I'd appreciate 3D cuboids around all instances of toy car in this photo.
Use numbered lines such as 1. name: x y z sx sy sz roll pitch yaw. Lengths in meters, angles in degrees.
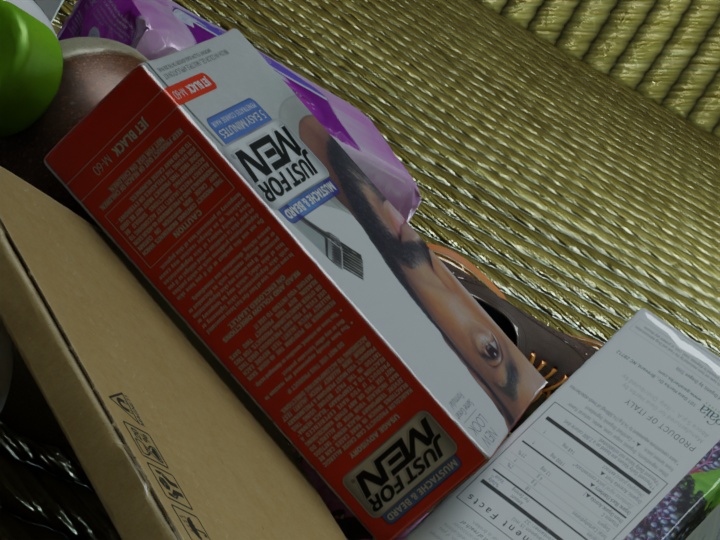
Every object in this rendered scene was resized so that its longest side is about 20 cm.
1. toy car: -0.116 0.012 0.978 0.164 0.158 0.200 31 21 -55

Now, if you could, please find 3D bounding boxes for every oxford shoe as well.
1. oxford shoe: 0.092 0.061 1.222 0.200 0.071 0.073 32 11 1

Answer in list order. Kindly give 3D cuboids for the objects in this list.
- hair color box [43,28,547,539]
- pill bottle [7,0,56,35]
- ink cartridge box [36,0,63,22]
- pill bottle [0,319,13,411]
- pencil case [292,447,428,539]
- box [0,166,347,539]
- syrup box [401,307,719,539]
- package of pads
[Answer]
1. hair color box: -0.022 0.002 0.909 0.200 0.064 0.111 49 21 0
2. pill bottle: -0.226 -0.118 1.213 0.116 0.116 0.200 22 18 -36
3. ink cartridge box: -0.284 -0.213 1.347 0.200 0.146 0.147 22 17 -37
4. pill bottle: -0.219 -0.006 0.848 0.114 0.114 0.200 19 19 -44
5. pencil case: 0.045 0.143 0.988 0.200 0.083 0.087 40 -11 27
6. box: -0.066 0.054 0.817 0.163 0.021 0.200 37 15 -54
7. syrup box: 0.078 0.115 0.907 0.081 0.200 0.079 35 -30 24
8. package of pads: -0.069 -0.080 1.251 0.200 0.076 0.121 29 12 -29
